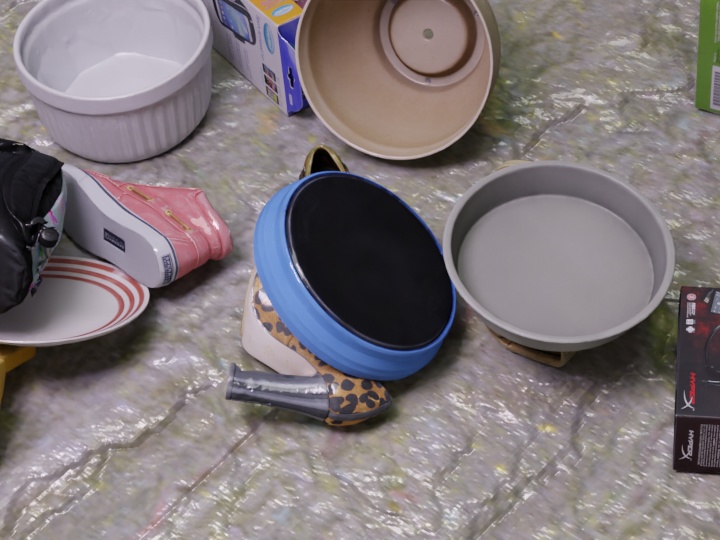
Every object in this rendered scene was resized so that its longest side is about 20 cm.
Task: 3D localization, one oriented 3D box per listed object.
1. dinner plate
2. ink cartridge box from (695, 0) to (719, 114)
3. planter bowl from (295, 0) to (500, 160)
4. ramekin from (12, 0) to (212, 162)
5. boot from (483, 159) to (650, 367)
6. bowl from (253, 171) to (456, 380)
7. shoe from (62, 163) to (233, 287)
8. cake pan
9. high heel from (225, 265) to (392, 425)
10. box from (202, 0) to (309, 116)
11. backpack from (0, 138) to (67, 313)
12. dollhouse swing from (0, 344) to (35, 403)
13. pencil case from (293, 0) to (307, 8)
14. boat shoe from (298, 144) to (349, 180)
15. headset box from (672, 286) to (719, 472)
[{"bbox_3d":[-0.291,0.032,1.657,0.200,0.024,0.200,3,21,-1],"label":"dinner plate"},{"bbox_3d":[0.405,-0.265,1.820,0.076,0.148,0.200,18,50,23],"label":"ink cartridge box"},{"bbox_3d":[0.053,-0.222,1.805,0.200,0.201,0.135,12,22,17],"label":"planter bowl"},{"bbox_3d":[-0.243,-0.199,1.853,0.200,0.105,0.200,-3,46,3],"label":"ramekin"},{"bbox_3d":[0.156,-0.008,1.654,0.155,0.073,0.200,-37,59,-25],"label":"boot"},{"bbox_3d":[0.000,0.000,1.603,0.200,0.039,0.201,23,46,-26],"label":"bowl"},{"bbox_3d":[-0.210,-0.052,1.740,0.091,0.072,0.200,-22,40,-36],"label":"shoe"},{"bbox_3d":[0.170,-0.009,1.585,0.200,0.037,0.200,0,52,0],"label":"cake pan"},{"bbox_3d":[-0.036,0.055,1.628,0.142,0.071,0.200,10,44,-1],"label":"high heel"},{"bbox_3d":[-0.107,-0.247,1.875,0.041,0.119,0.200,-31,51,-23],"label":"box"},{"bbox_3d":[-0.342,-0.043,1.635,0.167,0.127,0.200,22,25,-1],"label":"backpack"},{"bbox_3d":[-0.401,0.129,1.606,0.200,0.176,0.182,9,89,14],"label":"dollhouse swing"},{"bbox_3d":[-0.026,-0.308,1.951,0.200,0.083,0.087,-23,48,-17],"label":"pencil case"},{"bbox_3d":[-0.026,-0.032,1.696,0.072,0.068,0.200,-12,47,-8],"label":"boat shoe"},{"bbox_3d":[0.364,0.094,1.530,0.200,0.077,0.149,3,47,11],"label":"headset box"}]
